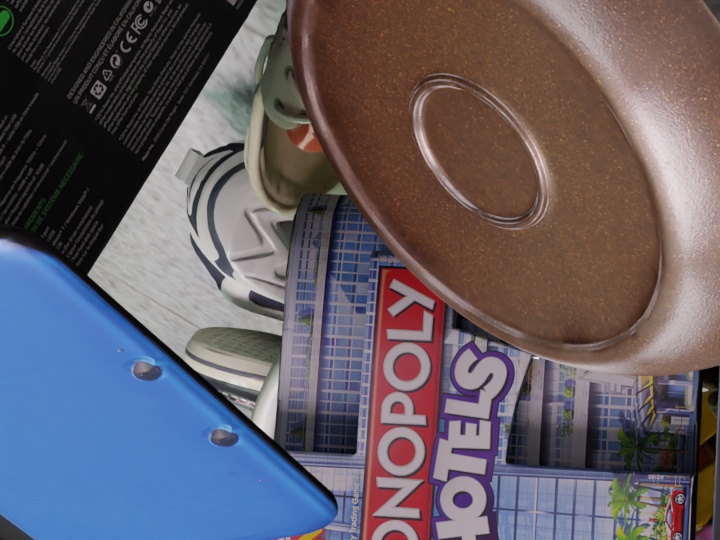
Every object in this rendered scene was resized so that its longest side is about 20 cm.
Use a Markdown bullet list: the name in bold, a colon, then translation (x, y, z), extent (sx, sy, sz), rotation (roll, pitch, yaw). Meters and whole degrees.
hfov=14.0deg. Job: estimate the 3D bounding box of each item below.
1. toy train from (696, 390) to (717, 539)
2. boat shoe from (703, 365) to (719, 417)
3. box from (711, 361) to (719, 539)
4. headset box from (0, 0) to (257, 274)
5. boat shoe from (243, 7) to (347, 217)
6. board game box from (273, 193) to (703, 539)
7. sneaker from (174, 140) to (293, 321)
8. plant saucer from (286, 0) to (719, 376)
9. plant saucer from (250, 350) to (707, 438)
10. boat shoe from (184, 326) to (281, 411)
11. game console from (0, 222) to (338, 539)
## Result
- **toy train**: translation (0.149, 0.122, 1.139), extent (0.199, 0.151, 0.056), rotation (3, 156, -35)
- **boat shoe**: translation (0.125, 0.028, 1.098), extent (0.199, 0.063, 0.073), rotation (29, 167, 6)
- **box**: translation (0.193, 0.081, 0.975), extent (0.141, 0.079, 0.201), rotation (23, 146, 22)
- **headset box**: translation (-0.141, -0.088, 1.022), extent (0.093, 0.175, 0.200), rotation (40, 166, -33)
- **boat shoe**: translation (-0.006, -0.067, 1.044), extent (0.071, 0.063, 0.200), rotation (33, 166, -2)
- **board game box**: translation (0.020, 0.071, 1.038), extent (0.198, 0.201, 0.062), rotation (2, 174, 8)
- **sneaker**: translation (0.000, 0.000, 1.276), extent (0.198, 0.080, 0.130), rotation (24, -175, -28)
- **plant saucer**: translation (0.045, -0.043, 0.905), extent (0.200, 0.032, 0.201), rotation (33, 146, 27)
- **plant saucer**: translation (0.049, 0.060, 1.208), extent (0.200, 0.200, 0.050), rotation (38, -160, -29)
- **boat shoe**: translation (0.006, 0.081, 1.287), extent (0.199, 0.062, 0.075), rotation (27, -175, -27)
- **game console**: translation (-0.124, 0.013, 0.927), extent (0.200, 0.118, 0.171), rotation (47, -170, -48)
